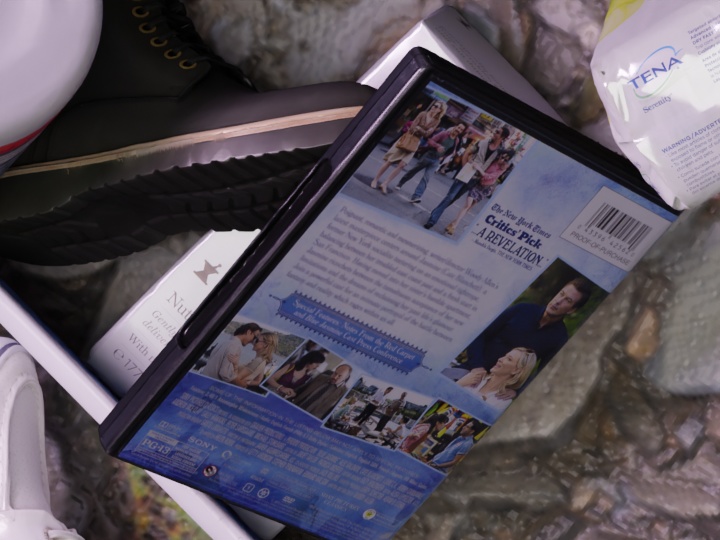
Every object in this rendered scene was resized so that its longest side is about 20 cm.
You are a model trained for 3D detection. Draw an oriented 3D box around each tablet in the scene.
[{"bbox_3d":[-0.097,0.064,1.143,0.200,0.130,0.014,45,85,-1],"label":"tablet"}]

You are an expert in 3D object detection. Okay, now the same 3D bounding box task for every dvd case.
[{"bbox_3d":[0.012,0.018,1.055,0.142,0.018,0.200,25,115,-36],"label":"dvd case"}]

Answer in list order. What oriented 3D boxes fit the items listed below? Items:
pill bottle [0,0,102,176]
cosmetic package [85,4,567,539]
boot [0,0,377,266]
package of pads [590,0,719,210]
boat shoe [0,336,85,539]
[{"bbox_3d":[-0.184,-0.071,1.052,0.120,0.120,0.200,49,149,-2],"label":"pill bottle"},{"bbox_3d":[0.000,0.000,1.135,0.113,0.081,0.200,44,107,1],"label":"cosmetic package"},{"bbox_3d":[-0.069,-0.087,1.090,0.199,0.077,0.139,-8,68,30],"label":"boot"},{"bbox_3d":[0.163,-0.103,1.020,0.154,0.200,0.068,-30,100,15],"label":"package of pads"},{"bbox_3d":[-0.141,0.128,1.145,0.070,0.071,0.201,1,80,22],"label":"boat shoe"}]
